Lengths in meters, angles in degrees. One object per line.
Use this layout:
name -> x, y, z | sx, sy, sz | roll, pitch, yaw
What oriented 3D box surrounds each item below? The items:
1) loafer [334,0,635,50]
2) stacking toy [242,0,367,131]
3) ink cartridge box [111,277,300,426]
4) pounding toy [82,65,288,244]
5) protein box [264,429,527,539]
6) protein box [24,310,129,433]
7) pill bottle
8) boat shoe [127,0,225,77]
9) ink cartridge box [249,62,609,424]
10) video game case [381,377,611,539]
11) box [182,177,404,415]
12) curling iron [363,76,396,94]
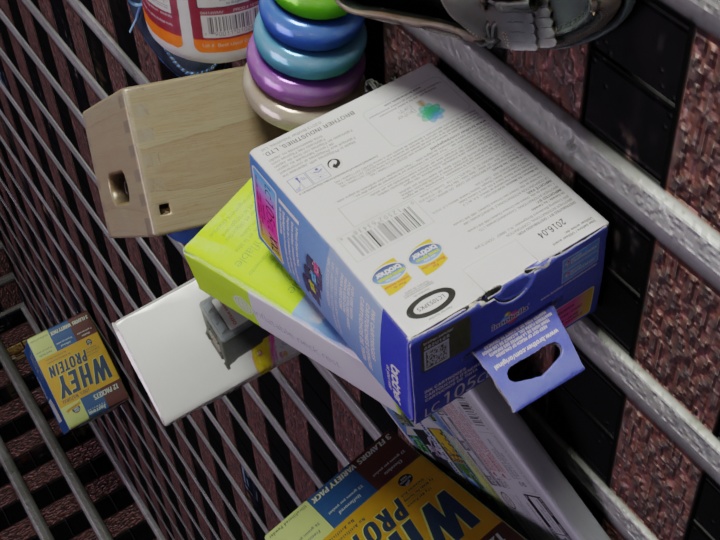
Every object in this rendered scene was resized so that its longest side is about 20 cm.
loafer -> 0.053, -0.139, 0.580 | 0.199, 0.062, 0.073 | 26, 138, 58
stacking toy -> -0.029, -0.182, 0.711 | 0.086, 0.084, 0.202 | 51, 152, 29
ink cartridge box -> -0.077, 0.032, 0.874 | 0.087, 0.198, 0.148 | 60, 170, 1
pounding toy -> -0.102, -0.074, 0.899 | 0.199, 0.181, 0.145 | 2, 105, 66
protein box -> 0.061, 0.269, 0.885 | 0.199, 0.134, 0.200 | 31, 154, 54
protein box -> -0.589, 0.214, 2.405 | 0.201, 0.133, 0.200 | 63, 159, 1
pill bottle -> -0.101, -0.246, 0.757 | 0.110, 0.108, 0.202 | 48, 154, 34
boat shoe -> -0.170, -0.249, 0.953 | 0.202, 0.083, 0.069 | 62, 171, -2
ink cartridge box -> 0.043, -0.012, 0.649 | 0.200, 0.135, 0.077 | 48, 156, 37
video game case -> 0.076, 0.119, 0.828 | 0.201, 0.022, 0.182 | 53, 161, -9
box -> 0.000, 0.000, 0.732 | 0.198, 0.122, 0.048 | 30, 155, 28
curling iron -> 0.028, -0.051, 0.800 | 0.202, 0.025, 0.050 | 78, 180, -45
